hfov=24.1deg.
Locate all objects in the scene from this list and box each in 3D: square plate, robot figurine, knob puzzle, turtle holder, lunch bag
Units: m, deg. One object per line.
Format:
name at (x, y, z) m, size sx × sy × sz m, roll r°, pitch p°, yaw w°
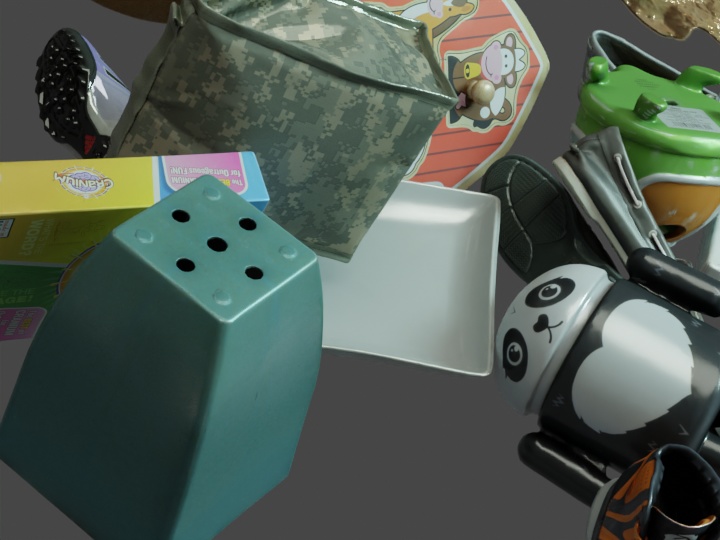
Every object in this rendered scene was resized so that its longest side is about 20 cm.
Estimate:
square plate at (0.000, 0.000, 1.233) m, size 0.200 × 0.028 × 0.198 m, roll 9°, pitch 43°, yaw -1°
robot figurine at (0.190, 0.077, 1.178) m, size 0.200 × 0.125 × 0.150 m, roll 30°, pitch 43°, yaw 13°
knob puzzle at (0.070, -0.151, 1.327) m, size 0.220 × 0.220 × 0.030 m, roll -6°, pitch 14°, yaw -29°
turtle holder at (0.225, -0.101, 1.378) m, size 0.141 × 0.132 × 0.185 m, roll -12°, pitch 34°, yaw -42°
lunch bag at (-0.065, -0.111, 1.161) m, size 0.200 × 0.164 × 0.118 m, roll 13°, pitch 38°, yaw -29°

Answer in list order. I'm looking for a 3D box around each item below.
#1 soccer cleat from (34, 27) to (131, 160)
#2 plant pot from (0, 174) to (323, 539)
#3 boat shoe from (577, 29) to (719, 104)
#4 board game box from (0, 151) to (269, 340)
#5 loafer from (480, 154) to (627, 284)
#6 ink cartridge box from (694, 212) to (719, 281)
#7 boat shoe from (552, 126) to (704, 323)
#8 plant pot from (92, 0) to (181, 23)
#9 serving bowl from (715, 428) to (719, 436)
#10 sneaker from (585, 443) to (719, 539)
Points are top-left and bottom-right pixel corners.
soccer cleat at (-0.182, -0.104, 1.263) m, size 0.073 × 0.068 × 0.200 m, roll 8°, pitch 38°, yaw -45°
plant pot at (-0.110, 0.052, 1.017) m, size 0.141 × 0.200 × 0.141 m, roll 37°, pitch 43°, yaw 16°
boat shoe at (0.274, -0.143, 1.469) m, size 0.074 × 0.065 × 0.202 m, roll -32°, pitch 51°, yaw -28°
board game box at (-0.177, -0.014, 1.091) m, size 0.200 × 0.153 × 0.040 m, roll -5°, pitch 59°, yaw -28°
loafer at (0.161, -0.005, 1.316) m, size 0.200 × 0.072 × 0.063 m, roll 57°, pitch 11°, yaw 31°
ink cartridge box at (0.379, -0.015, 1.425) m, size 0.176 × 0.045 × 0.200 m, roll 24°, pitch 41°, yaw 3°
boat shoe at (0.223, -0.019, 1.282) m, size 0.200 × 0.057 × 0.067 m, roll 54°, pitch 7°, yaw -9°
plant pot at (-0.155, -0.342, 1.416) m, size 0.186 × 0.200 × 0.186 m, roll 13°, pitch 41°, yaw -12°
serving bowl at (0.343, 0.119, 1.252) m, size 0.200 × 0.066 × 0.200 m, roll 13°, pitch 43°, yaw -12°
sneaker at (0.173, 0.194, 1.038) m, size 0.078 × 0.112 × 0.200 m, roll 15°, pitch 58°, yaw -7°
